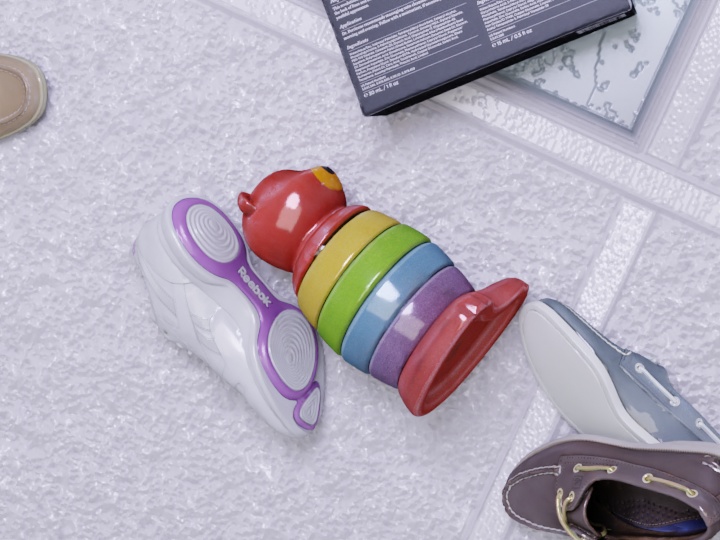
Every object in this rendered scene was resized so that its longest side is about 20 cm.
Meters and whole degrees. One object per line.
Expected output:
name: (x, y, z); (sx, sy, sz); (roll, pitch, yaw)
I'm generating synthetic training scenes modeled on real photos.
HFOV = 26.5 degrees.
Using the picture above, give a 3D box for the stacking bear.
stacking bear: (0.000, 0.000, 1.093); (0.200, 0.121, 0.114); (39, 112, 16)

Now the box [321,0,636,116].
box: (0.075, -0.209, 1.070); (0.199, 0.079, 0.142); (-20, 92, 14)

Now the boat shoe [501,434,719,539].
boat shoe: (0.171, 0.157, 1.047); (0.199, 0.059, 0.072); (-7, 108, 44)

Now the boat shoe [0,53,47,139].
boat shoe: (-0.340, -0.132, 1.176); (0.199, 0.065, 0.073); (1, 95, 13)

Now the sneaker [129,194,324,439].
sneaker: (-0.099, 0.040, 1.145); (0.099, 0.075, 0.201); (-28, 96, 43)

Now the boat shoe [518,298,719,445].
boat shoe: (0.193, 0.093, 1.089); (0.062, 0.073, 0.200); (-34, 76, -30)
